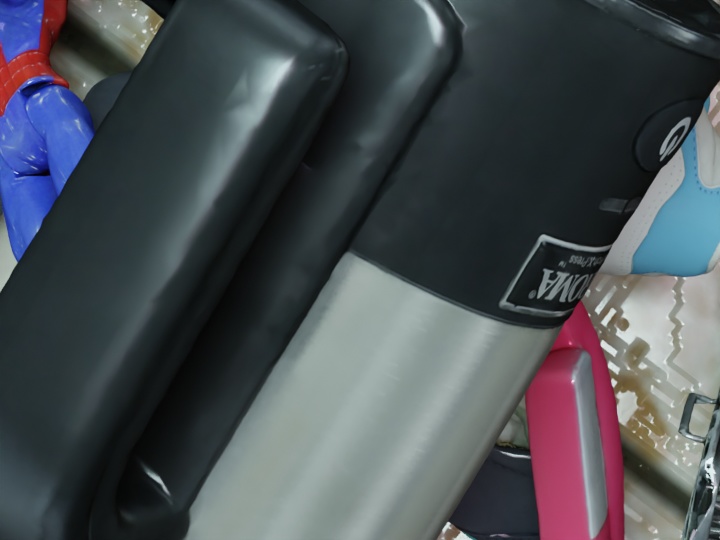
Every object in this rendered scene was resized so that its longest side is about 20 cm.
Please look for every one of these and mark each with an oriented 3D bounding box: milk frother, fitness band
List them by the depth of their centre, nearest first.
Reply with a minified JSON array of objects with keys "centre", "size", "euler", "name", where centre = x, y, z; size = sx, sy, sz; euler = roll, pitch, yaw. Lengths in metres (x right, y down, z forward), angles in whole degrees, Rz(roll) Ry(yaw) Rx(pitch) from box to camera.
[{"centre":[-0.049,-0.031,0.635],"size":[0.200,0.180,0.188],"euler":[41,107,36],"name":"milk frother"},{"centre":[0.005,0.064,0.791],"size":[0.143,0.037,0.201],"euler":[5,115,21],"name":"fitness band"}]

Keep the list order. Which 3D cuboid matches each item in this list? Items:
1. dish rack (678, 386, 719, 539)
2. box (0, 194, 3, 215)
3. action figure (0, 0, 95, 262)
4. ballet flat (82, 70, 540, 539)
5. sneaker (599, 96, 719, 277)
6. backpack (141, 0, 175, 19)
[{"centre":[0.111,0.063,0.731],"size":[0.054,0.200,0.154],"euler":[13,121,11],"name":"dish rack"},{"centre":[-0.208,-0.059,0.797],"size":[0.200,0.156,0.041],"euler":[34,128,5],"name":"box"},{"centre":[-0.106,-0.034,0.752],"size":[0.065,0.099,0.200],"euler":[-41,60,35],"name":"action figure"},{"centre":[0.000,0.000,0.818],"size":[0.200,0.073,0.073],"euler":[45,90,3],"name":"ballet flat"},{"centre":[0.057,-0.065,0.777],"size":[0.081,0.200,0.077],"euler":[16,125,-16],"name":"sneaker"},{"centre":[-0.047,-0.174,0.765],"size":[0.162,0.200,0.168],"euler":[40,90,5],"name":"backpack"}]
